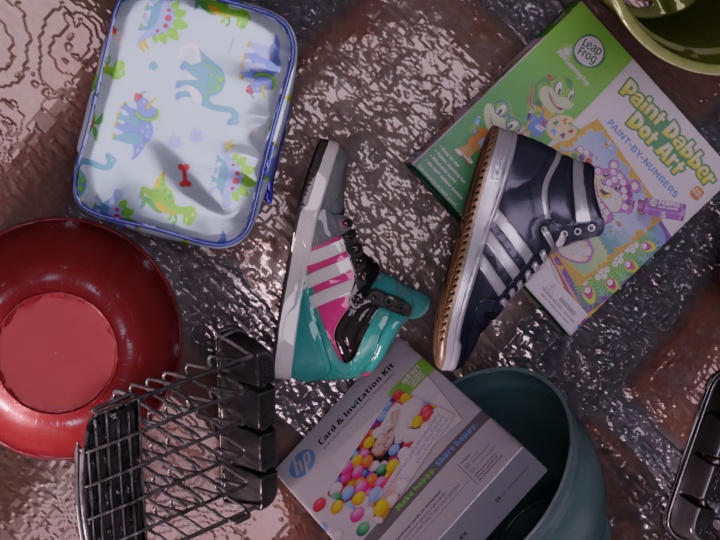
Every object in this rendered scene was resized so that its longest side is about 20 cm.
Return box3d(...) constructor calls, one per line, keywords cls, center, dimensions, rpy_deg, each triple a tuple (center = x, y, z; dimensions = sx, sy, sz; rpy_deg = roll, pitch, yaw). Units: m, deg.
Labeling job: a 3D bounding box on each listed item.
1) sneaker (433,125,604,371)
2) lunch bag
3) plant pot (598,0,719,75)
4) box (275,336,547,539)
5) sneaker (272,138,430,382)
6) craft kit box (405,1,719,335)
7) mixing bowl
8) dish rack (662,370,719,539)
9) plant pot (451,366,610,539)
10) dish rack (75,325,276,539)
box3d(cls="sneaker", center=(0.129, -0.006, 1.441), dimensions=(0.108, 0.070, 0.201), rpy_deg=(15, 89, -6))
box3d(cls="lunch bag", center=(-0.137, -0.122, 1.435), dimensions=(0.160, 0.082, 0.201), rpy_deg=(14, 92, -7))
box3d(cls="plant pot", center=(0.256, -0.260, 1.418), dimensions=(0.200, 0.184, 0.201), rpy_deg=(-2, 100, -11))
box3d(cls="box", center=(0.035, 0.158, 1.421), dimensions=(0.156, 0.200, 0.041), rpy_deg=(-47, 126, -1))
box3d(cls="sneaker", center=(0.000, 0.000, 1.458), dimensions=(0.120, 0.084, 0.201), rpy_deg=(10, 101, -3))
box3d(cls="craft kit box", center=(0.175, -0.084, 1.497), dimensions=(0.198, 0.049, 0.200), rpy_deg=(-45, 98, -5))
box3d(cls="mixing bowl", center=(-0.239, 0.059, 1.423), dimensions=(0.199, 0.108, 0.201), rpy_deg=(-1, 94, -8))
box3d(cls="dish rack", center=(0.376, 0.186, 1.537), dimensions=(0.199, 0.055, 0.154), rpy_deg=(18, 93, -10))
box3d(cls="plant pot", center=(0.119, 0.198, 1.450), dimensions=(0.200, 0.200, 0.134), rpy_deg=(-47, 125, -2))
box3d(cls="dish rack", center=(-0.145, 0.142, 1.392), dimensions=(0.200, 0.054, 0.154), rpy_deg=(-20, 116, -42))
